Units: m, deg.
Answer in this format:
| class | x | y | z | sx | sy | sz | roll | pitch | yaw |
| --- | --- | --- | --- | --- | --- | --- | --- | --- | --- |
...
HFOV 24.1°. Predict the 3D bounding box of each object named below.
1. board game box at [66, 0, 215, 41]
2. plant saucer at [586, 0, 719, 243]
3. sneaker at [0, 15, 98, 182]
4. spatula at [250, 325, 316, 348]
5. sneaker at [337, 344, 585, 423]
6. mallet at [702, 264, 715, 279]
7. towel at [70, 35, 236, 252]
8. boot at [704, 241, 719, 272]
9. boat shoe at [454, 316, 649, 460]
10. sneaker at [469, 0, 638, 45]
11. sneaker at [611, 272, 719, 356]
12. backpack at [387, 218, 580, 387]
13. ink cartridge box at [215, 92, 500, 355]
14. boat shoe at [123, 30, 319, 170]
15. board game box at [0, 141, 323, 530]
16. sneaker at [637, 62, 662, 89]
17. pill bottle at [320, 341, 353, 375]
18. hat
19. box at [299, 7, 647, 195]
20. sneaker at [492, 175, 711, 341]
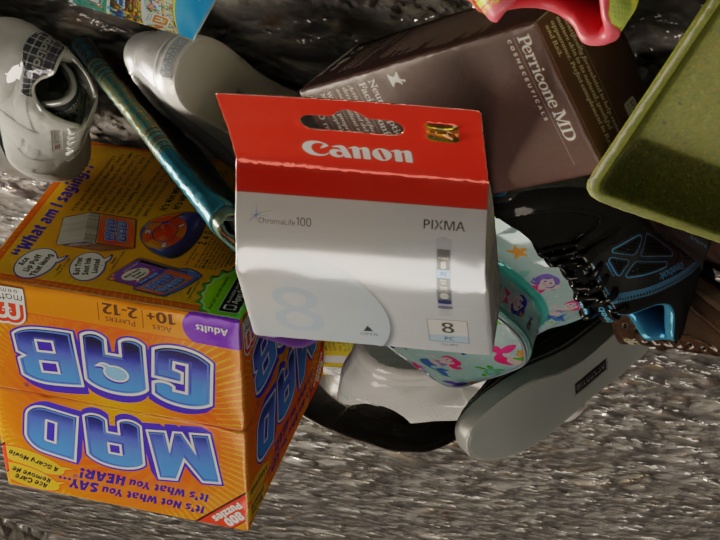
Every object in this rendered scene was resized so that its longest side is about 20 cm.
| class | x | y | z | sx | sy | sz | roll | pitch | yaw |
| --- | --- | --- | --- | --- | --- | --- | --- | --- | --- |
| board game box | -0.164 | -0.209 | 0.926 | 0.200 | 0.064 | 0.148 | 15 | 161 | -13 |
| plant saucer | 0.251 | -0.098 | 0.922 | 0.199 | 0.048 | 0.200 | 18 | 126 | -18 |
| sneaker | -0.223 | -0.112 | 1.201 | 0.080 | 0.077 | 0.200 | 13 | 162 | 13 |
| spatula | 0.000 | 0.000 | 1.130 | 0.056 | 0.021 | 0.200 | 19 | 132 | -37 |
| sneaker | 0.078 | 0.093 | 1.338 | 0.200 | 0.075 | 0.089 | 13 | 135 | -17 |
| mallet | 0.178 | -0.013 | 1.331 | 0.200 | 0.041 | 0.066 | 18 | 163 | -5 |
| towel | -0.115 | -0.071 | 1.166 | 0.200 | 0.022 | 0.147 | 51 | -178 | 31 |
| boot | 0.270 | -0.025 | 1.227 | 0.166 | 0.072 | 0.200 | 18 | 168 | 23 |
| boat shoe | 0.139 | 0.075 | 1.284 | 0.064 | 0.200 | 0.071 | 36 | 143 | 37 |
| sneaker | 0.063 | -0.175 | 0.853 | 0.200 | 0.090 | 0.078 | 18 | 161 | -13 |
| sneaker | 0.229 | 0.033 | 1.235 | 0.200 | 0.076 | 0.070 | 38 | -168 | 39 |
| backpack | 0.080 | -0.015 | 1.206 | 0.177 | 0.151 | 0.200 | 37 | 144 | -23 |
| ink cartridge box | 0.000 | -0.024 | 1.024 | 0.160 | 0.047 | 0.200 | 5 | 147 | 12 |
| boat shoe | -0.093 | -0.108 | 1.173 | 0.068 | 0.072 | 0.200 | 24 | 178 | 36 |
| board game box | -0.151 | 0.045 | 1.303 | 0.199 | 0.200 | 0.200 | 9 | 126 | 12 |
| sneaker | 0.252 | -0.076 | 1.069 | 0.200 | 0.095 | 0.079 | 39 | -168 | -21 |
| pill bottle | 0.005 | 0.034 | 1.434 | 0.200 | 0.113 | 0.112 | 1 | 158 | 29 |
| hat | 0.017 | 0.086 | 1.596 | 0.200 | 0.201 | 0.081 | 10 | 121 | 3 |
| box | 0.069 | -0.101 | 1.023 | 0.200 | 0.075 | 0.100 | -11 | 114 | 45 |
| sneaker | 0.157 | -0.011 | 1.091 | 0.200 | 0.082 | 0.073 | 20 | 166 | -38 |
